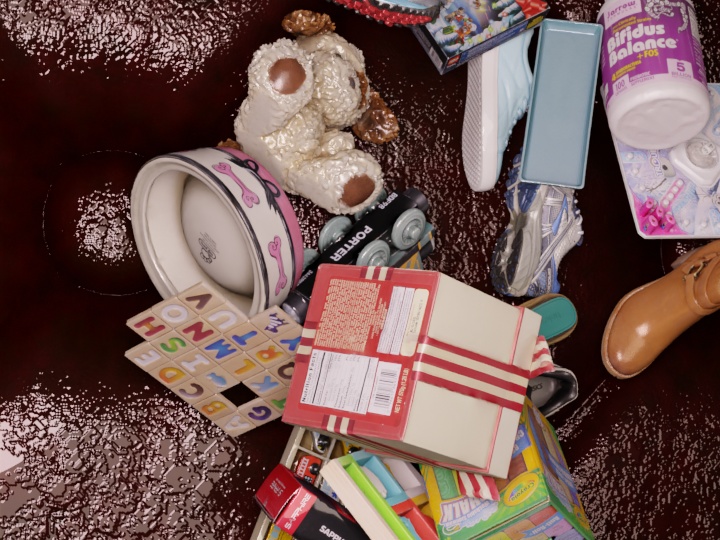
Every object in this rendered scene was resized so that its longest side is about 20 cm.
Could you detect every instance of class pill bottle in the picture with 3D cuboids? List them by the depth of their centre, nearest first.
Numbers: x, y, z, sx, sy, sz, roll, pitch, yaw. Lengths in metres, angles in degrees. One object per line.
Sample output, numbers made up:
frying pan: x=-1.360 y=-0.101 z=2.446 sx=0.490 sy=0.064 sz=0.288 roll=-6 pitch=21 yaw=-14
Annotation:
pill bottle: x=0.318 y=-0.244 z=1.751 sx=0.111 sy=0.112 sz=0.201 roll=8 pitch=59 yaw=-18

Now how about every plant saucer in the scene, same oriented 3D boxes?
plant saucer: x=0.217 y=-0.179 z=1.715 sx=0.069 sy=0.019 sz=0.201 roll=7 pitch=69 yaw=7

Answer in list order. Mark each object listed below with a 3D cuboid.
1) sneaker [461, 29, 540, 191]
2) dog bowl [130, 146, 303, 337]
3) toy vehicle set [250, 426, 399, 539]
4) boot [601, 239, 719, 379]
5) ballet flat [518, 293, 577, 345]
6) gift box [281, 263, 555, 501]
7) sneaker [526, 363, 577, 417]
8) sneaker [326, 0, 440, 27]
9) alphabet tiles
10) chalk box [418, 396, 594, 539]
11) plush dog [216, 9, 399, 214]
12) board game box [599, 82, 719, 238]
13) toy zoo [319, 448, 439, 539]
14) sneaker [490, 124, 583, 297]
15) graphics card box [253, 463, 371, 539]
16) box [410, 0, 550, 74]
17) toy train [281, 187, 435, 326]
sneaker: x=0.160 y=-0.183 z=1.736 sx=0.081 sy=0.074 sz=0.202 roll=6 pitch=84 yaw=-13
dog bowl: x=-0.137 y=-0.032 z=1.570 sx=0.074 sy=0.200 sz=0.201 roll=-31 pitch=96 yaw=-38
toy vehicle set: x=-0.031 y=0.236 z=1.664 sx=0.124 sy=0.026 sz=0.201 roll=24 pitch=79 yaw=-15
boot: x=0.363 y=0.040 z=1.743 sx=0.200 sy=0.155 sz=0.077 roll=-39 pitch=98 yaw=-17
ballet flat: x=0.147 y=0.079 z=1.701 sx=0.199 sy=0.063 sz=0.069 roll=-17 pitch=84 yaw=-32
gift box: x=0.065 y=0.105 z=1.502 sx=0.186 sy=0.199 sz=0.186 roll=23 pitch=81 yaw=-46
sneaker: x=0.141 y=0.138 z=1.685 sx=0.199 sy=0.088 sz=0.076 roll=-21 pitch=99 yaw=-25
sneaker: x=-0.001 y=-0.321 z=1.650 sx=0.199 sy=0.079 sz=0.096 roll=24 pitch=89 yaw=14
alphabet tiles: x=-0.125 y=0.085 z=1.552 sx=0.200 sy=0.166 sz=0.008 roll=42 pitch=35 yaw=-36
chalk box: x=0.147 y=0.235 z=1.584 sx=0.124 sy=0.201 sz=0.124 roll=-29 pitch=136 yaw=14
plush dog: x=-0.052 y=-0.171 z=1.649 sx=0.172 sy=0.160 sz=0.201 roll=-51 pitch=118 yaw=-33
board game box: x=0.384 y=-0.131 z=1.793 sx=0.198 sy=0.026 sz=0.201 roll=-1 pitch=64 yaw=-18
toy zoo: x=0.041 y=0.234 z=1.587 sx=0.020 sy=0.200 sz=0.131 roll=-43 pitch=75 yaw=16
sneaker: x=0.206 y=-0.063 z=1.751 sx=0.085 sy=0.077 sz=0.202 roll=17 pitch=88 yaw=-26
graphics card box: x=-0.006 y=0.274 z=1.586 sx=0.200 sy=0.125 sz=0.051 roll=37 pitch=85 yaw=-12
box: x=0.093 y=-0.325 z=1.713 sx=0.136 sy=0.040 sz=0.201 roll=-28 pitch=76 yaw=-19
toy train: x=0.000 y=0.000 z=1.655 sx=0.200 sy=0.085 sz=0.114 roll=-43 pitch=143 yaw=-22
